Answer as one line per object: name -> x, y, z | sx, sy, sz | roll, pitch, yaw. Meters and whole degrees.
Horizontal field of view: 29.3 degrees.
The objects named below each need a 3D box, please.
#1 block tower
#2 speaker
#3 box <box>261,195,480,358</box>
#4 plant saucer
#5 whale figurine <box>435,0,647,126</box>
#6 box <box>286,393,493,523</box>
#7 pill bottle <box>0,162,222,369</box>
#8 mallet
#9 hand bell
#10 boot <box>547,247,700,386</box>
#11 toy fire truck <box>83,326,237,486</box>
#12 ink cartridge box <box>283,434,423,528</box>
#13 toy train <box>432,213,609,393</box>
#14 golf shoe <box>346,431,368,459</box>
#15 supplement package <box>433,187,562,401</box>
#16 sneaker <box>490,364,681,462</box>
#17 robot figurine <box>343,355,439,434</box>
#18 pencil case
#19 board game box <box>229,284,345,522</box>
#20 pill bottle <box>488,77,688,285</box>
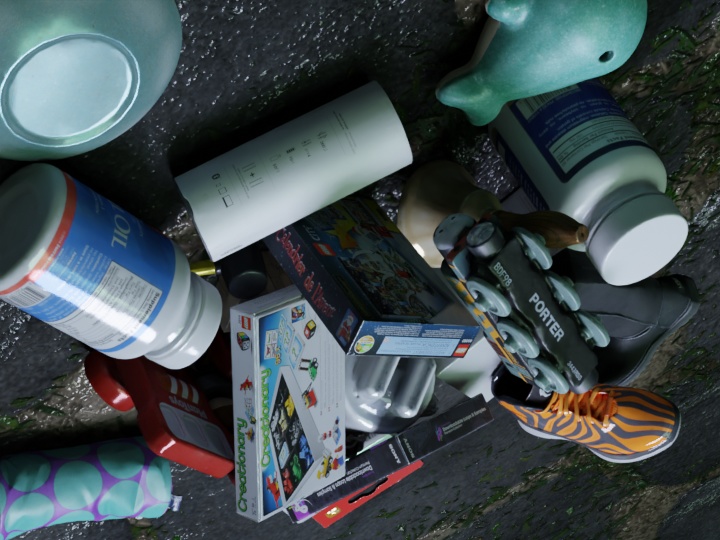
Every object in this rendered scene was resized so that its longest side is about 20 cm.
block tower -> -0.048, 0.015, 1.347 | 0.198, 0.058, 0.054 | -5, 139, -34
speaker -> -0.056, -0.087, 1.188 | 0.198, 0.082, 0.082 | -27, 146, -6
box -> 0.000, 0.000, 1.232 | 0.135, 0.200, 0.038 | 4, 124, -39
plant saucer -> -0.222, -0.145, 1.032 | 0.199, 0.039, 0.202 | -19, 145, -14
whale figurine -> 0.161, -0.193, 1.195 | 0.200, 0.104, 0.159 | -42, 144, 17
box -> 0.027, 0.195, 1.428 | 0.142, 0.036, 0.200 | -20, 168, -45
pill bottle -> -0.211, 0.005, 1.136 | 0.112, 0.113, 0.199 | -41, 134, 16
mallet -> -0.179, 0.012, 1.236 | 0.198, 0.066, 0.041 | -16, 140, -19
hand bell -> 0.132, -0.042, 1.259 | 0.103, 0.199, 0.106 | -6, 101, -34
boot -> 0.224, 0.054, 1.377 | 0.198, 0.066, 0.165 | 6, 131, -42
toy fire truck -> -0.159, 0.129, 1.307 | 0.112, 0.169, 0.200 | -37, 145, 11
ink cartridge box -> -0.009, 0.261, 1.692 | 0.160, 0.050, 0.200 | -32, 143, 3
toy train -> 0.137, 0.030, 1.218 | 0.085, 0.114, 0.200 | -47, 121, -13
golf shoe -> -0.006, 0.162, 1.533 | 0.198, 0.089, 0.077 | -28, 148, -5
supplement package -> 0.153, 0.026, 1.452 | 0.199, 0.118, 0.117 | -40, 145, 12
sneaker -> 0.216, 0.138, 1.393 | 0.198, 0.078, 0.112 | 1, 158, 38
robot figurine -> 0.002, 0.108, 1.408 | 0.169, 0.199, 0.114 | 34, 74, -20
pencil case -> -0.288, 0.224, 1.406 | 0.198, 0.085, 0.094 | -3, 109, -33
board game box -> -0.064, 0.116, 1.278 | 0.126, 0.034, 0.203 | -20, 116, -48
pill bottle -> 0.212, -0.089, 1.277 | 0.118, 0.201, 0.120 | -19, 145, -14
